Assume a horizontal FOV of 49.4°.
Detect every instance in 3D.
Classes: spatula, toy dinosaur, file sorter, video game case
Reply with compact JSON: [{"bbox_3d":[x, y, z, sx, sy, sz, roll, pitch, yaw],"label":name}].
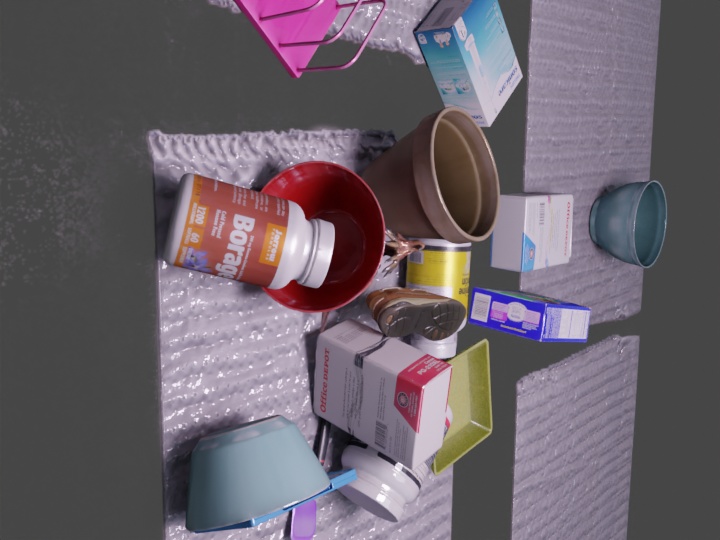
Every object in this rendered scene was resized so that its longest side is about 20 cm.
[{"bbox_3d":[-0.072,0.322,1.235,0.056,0.020,0.205,21,80,-47],"label":"spatula"},{"bbox_3d":[0.000,0.000,1.176,0.202,0.134,0.086,-55,132,-26],"label":"toy dinosaur"},{"bbox_3d":[-0.072,-0.382,1.037,0.200,0.124,0.141,48,61,-41],"label":"file sorter"},{"bbox_3d":[-0.118,0.321,1.096,0.198,0.142,0.018,-9,80,-47],"label":"video game case"}]

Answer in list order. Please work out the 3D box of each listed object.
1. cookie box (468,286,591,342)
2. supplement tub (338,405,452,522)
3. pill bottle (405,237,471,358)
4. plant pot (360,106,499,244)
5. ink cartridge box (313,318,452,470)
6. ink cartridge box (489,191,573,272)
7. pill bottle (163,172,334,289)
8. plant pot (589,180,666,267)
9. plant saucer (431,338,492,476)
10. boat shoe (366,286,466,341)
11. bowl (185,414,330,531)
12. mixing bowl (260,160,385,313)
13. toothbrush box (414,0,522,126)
[{"bbox_3d":[0.337,0.088,1.552,0.198,0.169,0.077,7,95,-49],"label":"cookie box"},{"bbox_3d":[0.054,0.288,1.283,0.202,0.138,0.141,-59,134,-23],"label":"supplement tub"},{"bbox_3d":[0.131,0.042,1.350,0.111,0.110,0.206,-5,100,-47],"label":"pill bottle"},{"bbox_3d":[0.096,-0.132,1.217,0.198,0.171,0.205,17,68,-50],"label":"plant pot"},{"bbox_3d":[0.029,0.180,1.175,0.084,0.197,0.148,-24,127,-46],"label":"ink cartridge box"},{"bbox_3d":[0.352,-0.083,1.603,0.197,0.083,0.149,-8,103,-46],"label":"ink cartridge box"},{"bbox_3d":[-0.137,-0.042,0.971,0.196,0.112,0.115,14,86,-17],"label":"pill bottle"},{"bbox_3d":[0.635,-0.116,1.882,0.198,0.132,0.206,-12,105,-48],"label":"plant pot"},{"bbox_3d":[0.175,0.250,1.484,0.198,0.047,0.205,-22,113,-45],"label":"plant saucer"},{"bbox_3d":[0.088,0.058,1.227,0.197,0.074,0.077,10,115,-46],"label":"boat shoe"},{"bbox_3d":[-0.145,0.257,1.034,0.198,0.198,0.108,-8,81,-47],"label":"bowl"},{"bbox_3d":[-0.053,-0.040,1.095,0.108,0.195,0.205,29,73,-77],"label":"mixing bowl"},{"bbox_3d":[0.194,-0.376,1.371,0.148,0.084,0.202,-55,132,-28],"label":"toothbrush box"}]
